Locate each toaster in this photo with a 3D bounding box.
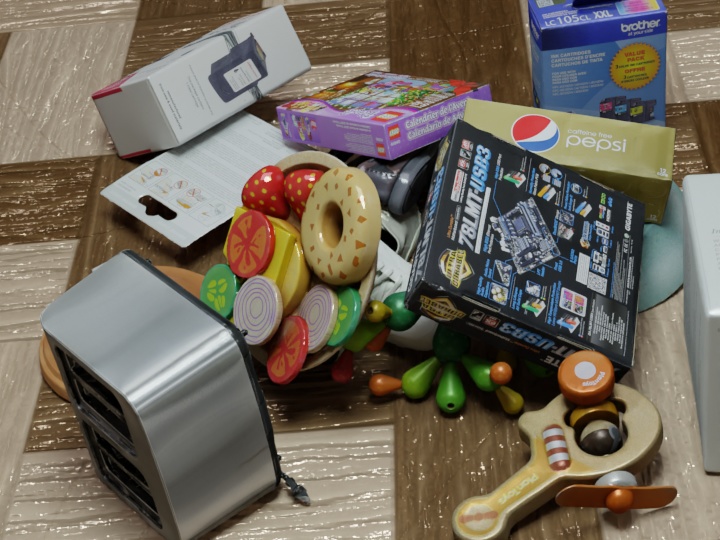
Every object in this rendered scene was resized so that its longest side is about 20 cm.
[{"bbox_3d":[-0.157,0.110,1.350,0.118,0.182,0.199,-34,43,-25],"label":"toaster"}]

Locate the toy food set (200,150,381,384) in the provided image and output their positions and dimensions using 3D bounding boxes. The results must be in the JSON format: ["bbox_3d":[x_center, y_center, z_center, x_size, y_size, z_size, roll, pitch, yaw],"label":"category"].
[{"bbox_3d":[-0.058,-0.006,1.432,0.048,0.200,0.199,9,12,-44],"label":"toy food set"}]

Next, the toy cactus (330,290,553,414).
[{"bbox_3d":[0.077,0.040,1.438,0.198,0.102,0.167,4,74,1],"label":"toy cactus"}]

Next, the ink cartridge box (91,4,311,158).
[{"bbox_3d":[-0.176,-0.211,1.835,0.199,0.085,0.144,-34,16,-31],"label":"ink cartridge box"}]

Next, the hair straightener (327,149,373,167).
[{"bbox_3d":[-0.027,-0.107,1.687,0.077,0.041,0.200,37,55,11],"label":"hair straightener"}]

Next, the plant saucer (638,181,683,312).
[{"bbox_3d":[0.224,-0.050,1.559,0.199,0.039,0.203,0,57,0],"label":"plant saucer"}]

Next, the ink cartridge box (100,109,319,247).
[{"bbox_3d":[-0.148,-0.085,1.738,0.199,0.050,0.162,-35,43,-26],"label":"ink cartridge box"}]

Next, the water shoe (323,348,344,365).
[{"bbox_3d":[-0.085,0.022,1.540,0.078,0.072,0.200,-18,36,-30],"label":"water shoe"}]

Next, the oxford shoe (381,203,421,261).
[{"bbox_3d":[0.019,-0.040,1.629,0.074,0.058,0.201,-4,33,12],"label":"oxford shoe"}]

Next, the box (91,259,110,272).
[{"bbox_3d":[-0.176,0.045,1.497,0.041,0.039,0.199,-31,41,-27],"label":"box"}]

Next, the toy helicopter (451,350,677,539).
[{"bbox_3d":[0.162,0.167,1.319,0.199,0.079,0.132,-34,51,-16],"label":"toy helicopter"}]

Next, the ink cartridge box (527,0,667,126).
[{"bbox_3d":[0.246,-0.218,1.708,0.135,0.201,0.077,-9,35,-2],"label":"ink cartridge box"}]

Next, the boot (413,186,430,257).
[{"bbox_3d":[0.160,-0.054,1.626,0.198,0.073,0.167,2,44,16],"label":"boot"}]

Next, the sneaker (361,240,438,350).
[{"bbox_3d":[0.000,0.000,1.503,0.200,0.080,0.077,40,91,18],"label":"sneaker"}]

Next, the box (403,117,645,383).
[{"bbox_3d":[0.148,-0.015,1.430,0.197,0.050,0.201,22,48,-9],"label":"box"}]

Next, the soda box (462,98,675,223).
[{"bbox_3d":[0.190,-0.102,1.529,0.198,0.068,0.064,8,55,4],"label":"soda box"}]

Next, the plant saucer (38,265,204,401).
[{"bbox_3d":[-0.208,0.055,1.555,0.198,0.038,0.201,-5,36,3],"label":"plant saucer"}]

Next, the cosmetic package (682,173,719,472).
[{"bbox_3d":[0.356,0.037,1.361,0.165,0.169,0.201,-4,36,7],"label":"cosmetic package"}]

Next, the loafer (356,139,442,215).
[{"bbox_3d":[0.048,-0.114,1.673,0.063,0.072,0.200,23,24,10],"label":"loafer"}]

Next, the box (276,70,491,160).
[{"bbox_3d":[0.023,-0.162,1.686,0.136,0.039,0.199,-24,23,-30],"label":"box"}]
